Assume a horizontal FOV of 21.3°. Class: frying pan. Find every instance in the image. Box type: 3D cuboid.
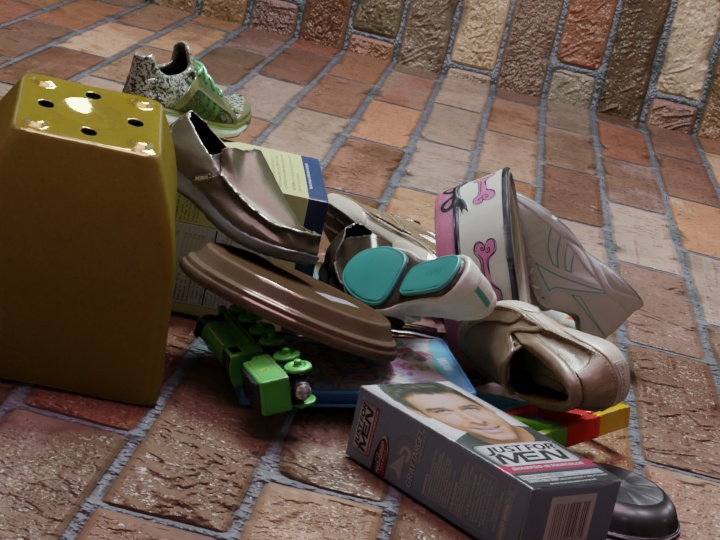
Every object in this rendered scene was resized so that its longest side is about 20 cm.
[{"bbox_3d":[0.191,0.169,1.554,0.114,0.031,0.190,9,18,-17],"label":"frying pan"}]

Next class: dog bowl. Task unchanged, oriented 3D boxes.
[{"bbox_3d":[0.116,0.007,1.796,0.073,0.201,0.200,-7,12,7],"label":"dog bowl"}]

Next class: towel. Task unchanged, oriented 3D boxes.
[{"bbox_3d":[0.006,0.031,1.925,0.143,0.023,0.200,10,14,-8],"label":"towel"}]

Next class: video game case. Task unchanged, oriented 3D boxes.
[{"bbox_3d":[-0.012,0.086,1.645,0.199,0.018,0.143,2,16,-10],"label":"video game case"}]

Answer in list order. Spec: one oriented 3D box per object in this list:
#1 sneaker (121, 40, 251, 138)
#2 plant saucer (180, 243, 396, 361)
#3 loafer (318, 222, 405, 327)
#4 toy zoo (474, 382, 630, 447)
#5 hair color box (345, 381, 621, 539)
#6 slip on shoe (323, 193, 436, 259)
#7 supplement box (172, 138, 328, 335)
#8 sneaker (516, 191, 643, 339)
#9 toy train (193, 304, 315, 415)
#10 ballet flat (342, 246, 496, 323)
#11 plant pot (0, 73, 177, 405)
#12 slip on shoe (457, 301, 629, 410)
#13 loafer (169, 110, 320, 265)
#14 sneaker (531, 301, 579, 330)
[{"bbox_3d":[-0.167,-0.180,1.894,0.077,0.089,0.200,19,14,27],"label":"sneaker"},{"bbox_3d":[-0.057,0.023,1.622,0.199,0.030,0.200,24,4,-2],"label":"plant saucer"},{"bbox_3d":[0.000,0.000,1.843,0.073,0.072,0.200,9,14,-17],"label":"loafer"},{"bbox_3d":[0.145,0.123,1.652,0.131,0.021,0.200,10,10,33],"label":"toy zoo"},{"bbox_3d":[0.091,0.149,1.464,0.099,0.061,0.200,1,18,-41],"label":"hair color box"},{"bbox_3d":[0.036,-0.028,1.953,0.060,0.076,0.200,-31,40,-28],"label":"slip on shoe"},{"bbox_3d":[-0.145,-0.045,1.846,0.198,0.135,0.200,11,13,-7],"label":"supplement box"},{"bbox_3d":[0.189,-0.006,1.913,0.200,0.080,0.070,43,3,-7],"label":"sneaker"},{"bbox_3d":[-0.089,0.071,1.577,0.056,0.042,0.200,-13,20,-17],"label":"toy train"},{"bbox_3d":[0.052,0.020,1.690,0.069,0.070,0.200,5,-1,-30],"label":"ballet flat"},{"bbox_3d":[-0.236,-0.040,1.539,0.194,0.201,0.195,11,26,-10],"label":"plant pot"},{"bbox_3d":[0.139,0.078,1.622,0.060,0.077,0.200,-18,24,-32],"label":"slip on shoe"},{"bbox_3d":[-0.107,-0.074,1.664,0.200,0.070,0.075,36,10,24],"label":"loafer"},{"bbox_3d":[0.160,0.011,1.966,0.199,0.094,0.070,22,15,3],"label":"sneaker"}]
